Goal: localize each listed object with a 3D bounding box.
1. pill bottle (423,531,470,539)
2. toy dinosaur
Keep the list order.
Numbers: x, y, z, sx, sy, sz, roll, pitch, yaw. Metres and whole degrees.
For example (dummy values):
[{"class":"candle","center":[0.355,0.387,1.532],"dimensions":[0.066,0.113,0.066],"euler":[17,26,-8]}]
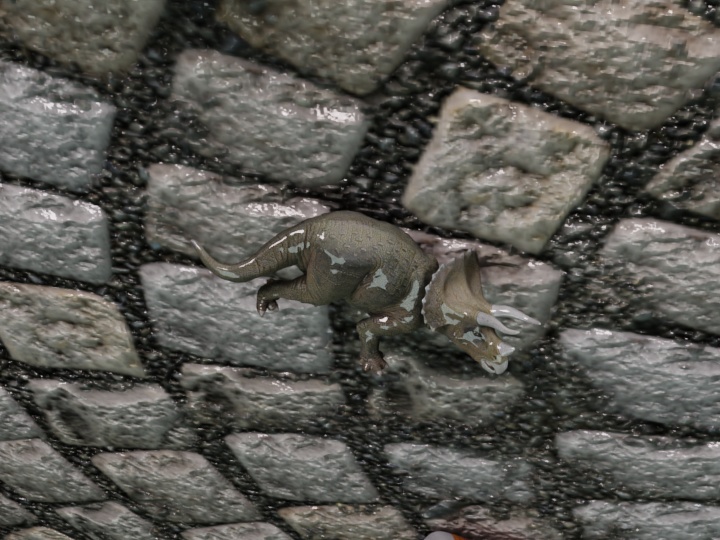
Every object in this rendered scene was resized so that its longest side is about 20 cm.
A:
[{"class":"pill bottle","center":[0.135,0.297,1.199],"dimensions":[0.198,0.113,0.112],"euler":[20,146,-10]},{"class":"toy dinosaur","center":[0.000,0.000,0.864],"dimensions":[0.199,0.077,0.102],"euler":[28,132,-13]}]
